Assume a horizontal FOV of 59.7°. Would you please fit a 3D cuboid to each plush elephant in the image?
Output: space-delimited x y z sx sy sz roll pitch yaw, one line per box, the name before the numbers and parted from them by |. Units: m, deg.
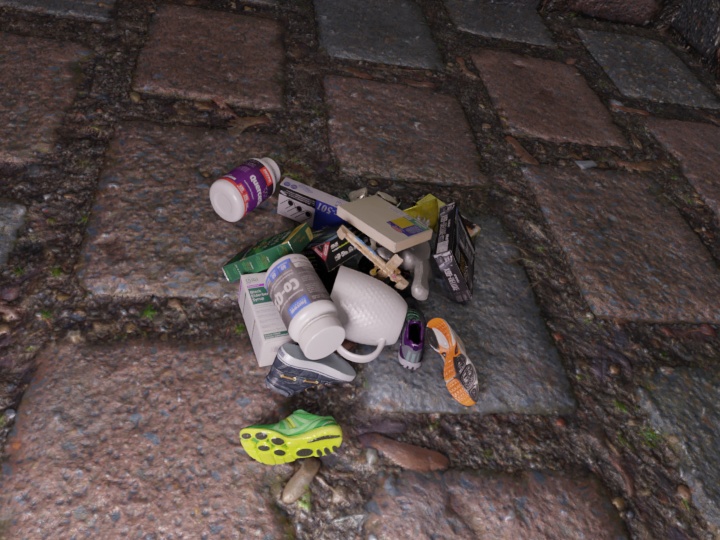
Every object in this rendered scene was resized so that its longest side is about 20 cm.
plush elephant | 0.091 -0.025 1.522 0.163 0.155 0.203 34 54 -12

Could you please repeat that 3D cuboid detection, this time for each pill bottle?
pill bottle | -0.114 0.074 1.293 0.111 0.116 0.202 -14 51 -27
pill bottle | -0.299 -0.222 1.660 0.110 0.115 0.200 29 45 16

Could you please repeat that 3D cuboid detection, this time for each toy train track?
toy train track | 0.023 -0.022 1.398 0.199 0.115 0.033 41 53 -4

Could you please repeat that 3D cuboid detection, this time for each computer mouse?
computer mouse | 0.000 0.000 1.571 0.058 0.035 0.199 33 47 18

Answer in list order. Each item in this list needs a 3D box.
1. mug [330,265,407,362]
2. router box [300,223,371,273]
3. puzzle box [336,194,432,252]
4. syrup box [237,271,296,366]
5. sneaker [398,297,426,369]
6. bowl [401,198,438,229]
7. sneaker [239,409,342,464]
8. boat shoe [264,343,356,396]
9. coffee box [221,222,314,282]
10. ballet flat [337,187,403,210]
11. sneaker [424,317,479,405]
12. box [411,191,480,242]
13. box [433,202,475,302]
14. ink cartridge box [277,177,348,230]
mug | 0.006 0.110 1.384 0.170 0.149 0.204 19 52 -1
router box | -0.091 -0.050 1.495 0.148 0.064 0.197 -32 17 -38
puzzle box | 0.054 -0.111 1.444 0.131 0.026 0.198 -18 42 -40
syrup box | -0.207 0.102 1.375 0.076 0.083 0.203 -6 48 -24
sneaker | 0.126 0.123 1.438 0.072 0.089 0.204 8 44 -7
bowl | 0.125 -0.105 1.642 0.196 0.198 0.111 -22 95 -32
sneaker | -0.132 0.316 1.197 0.192 0.077 0.084 0 19 -10
boat shoe | -0.105 0.216 1.301 0.196 0.092 0.071 21 20 -36
coffee box | -0.212 -0.043 1.449 0.195 0.045 0.123 -18 18 27
ballet flat | 0.028 -0.197 1.756 0.193 0.076 0.076 11 42 -3
sneaker | 0.219 0.201 1.398 0.091 0.075 0.205 20 44 -58
box | 0.238 -0.140 1.768 0.198 0.051 0.075 36 47 22
box | 0.242 -0.048 1.600 0.048 0.160 0.203 -14 35 24
ink cartridge box | -0.123 -0.165 1.662 0.194 0.096 0.045 22 42 8
